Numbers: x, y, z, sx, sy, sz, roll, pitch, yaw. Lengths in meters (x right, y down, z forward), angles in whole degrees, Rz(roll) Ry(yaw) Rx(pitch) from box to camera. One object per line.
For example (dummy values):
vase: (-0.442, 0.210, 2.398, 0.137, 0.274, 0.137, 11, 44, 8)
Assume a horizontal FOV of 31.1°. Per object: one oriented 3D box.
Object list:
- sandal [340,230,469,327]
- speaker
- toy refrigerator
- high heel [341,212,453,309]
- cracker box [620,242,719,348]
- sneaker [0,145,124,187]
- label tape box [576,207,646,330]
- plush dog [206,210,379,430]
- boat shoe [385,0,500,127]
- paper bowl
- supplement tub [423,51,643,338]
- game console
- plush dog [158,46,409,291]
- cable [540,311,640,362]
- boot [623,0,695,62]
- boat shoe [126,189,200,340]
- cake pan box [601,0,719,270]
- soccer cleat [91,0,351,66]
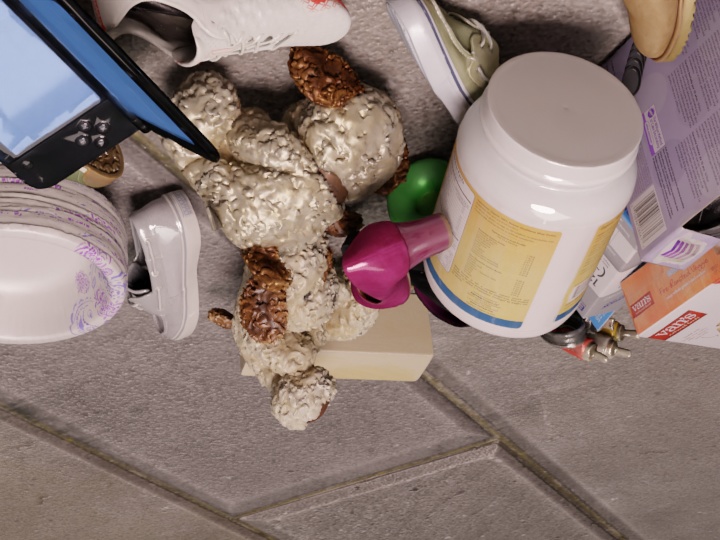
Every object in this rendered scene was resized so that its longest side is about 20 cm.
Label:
sandal: (0.069, 0.019, 1.166, 0.199, 0.048, 0.075, 17, 160, 25)
speaker: (0.093, -0.025, 1.235, 0.088, 0.089, 0.200, -16, 148, 16)
toy refrigerator: (-0.028, 0.070, 1.384, 0.198, 0.077, 0.070, 3, 148, -17)
high heel: (0.000, 0.000, 1.076, 0.095, 0.068, 0.200, -19, 168, -22)
cracker box: (0.342, 0.013, 1.114, 0.198, 0.058, 0.134, 9, 144, -34)
sneaker: (-0.288, -0.121, 1.030, 0.089, 0.068, 0.200, -24, 139, 28)
label tape box: (0.194, -0.039, 1.169, 0.066, 0.144, 0.201, -24, 158, -29)
plush dog: (-0.069, 0.022, 1.237, 0.159, 0.201, 0.173, 23, 141, 11)
boat shoe: (0.078, -0.170, 1.027, 0.062, 0.072, 0.200, -32, 152, 9)
paper bowl: (-0.307, -0.024, 1.146, 0.198, 0.105, 0.201, -5, 150, -3)
supplement tub: (0.136, -0.058, 1.034, 0.143, 0.146, 0.201, 1, 141, -12)
game console: (-0.225, -0.126, 0.902, 0.175, 0.117, 0.200, -30, 133, 15)
plush dog: (-0.043, -0.088, 1.060, 0.171, 0.161, 0.200, -36, 144, 3)
cable: (0.178, 0.055, 1.309, 0.199, 0.051, 0.097, 11, -158, 39)
boot: (0.145, -0.222, 0.948, 0.197, 0.067, 0.176, -5, 137, -3)
boat shoe: (-0.193, 0.005, 1.231, 0.068, 0.072, 0.201, -18, 154, -22)
cake pan box: (0.268, -0.125, 0.993, 0.052, 0.202, 0.184, 10, 143, -26)
soccer cleat: (-0.100, -0.182, 0.942, 0.198, 0.086, 0.069, 9, 146, -23)
